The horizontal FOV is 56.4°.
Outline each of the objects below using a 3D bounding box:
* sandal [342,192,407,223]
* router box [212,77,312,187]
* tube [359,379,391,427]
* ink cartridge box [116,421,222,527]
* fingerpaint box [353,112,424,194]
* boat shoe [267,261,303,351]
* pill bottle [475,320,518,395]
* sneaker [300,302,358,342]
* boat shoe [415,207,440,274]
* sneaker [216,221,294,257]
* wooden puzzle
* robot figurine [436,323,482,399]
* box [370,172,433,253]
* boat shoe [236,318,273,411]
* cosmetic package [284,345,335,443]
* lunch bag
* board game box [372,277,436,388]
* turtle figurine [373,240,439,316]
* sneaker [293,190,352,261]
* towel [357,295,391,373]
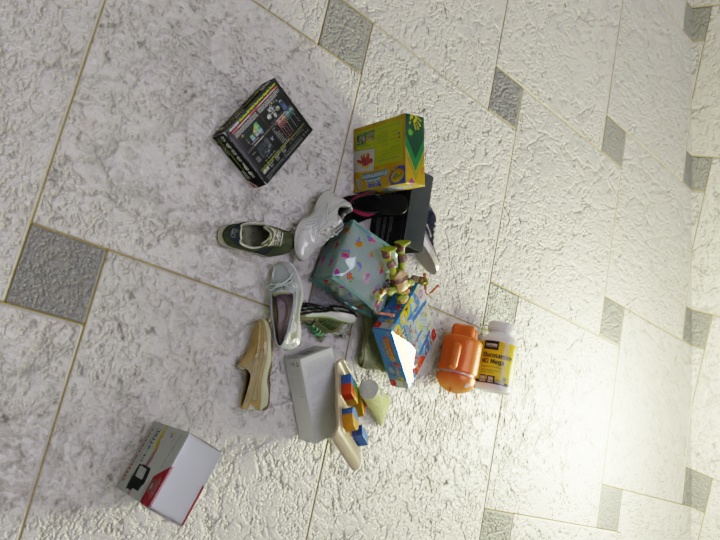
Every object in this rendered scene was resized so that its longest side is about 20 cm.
[{"bbox_3d":[0.019,-0.161,1.660,0.045,0.195,0.077,65,19,-72],"label":"sandal"},{"bbox_3d":[-0.219,-0.312,1.527,0.151,0.061,0.201,51,59,-27],"label":"router box"},{"bbox_3d":[0.043,0.332,1.689,0.057,0.052,0.201,-29,148,0],"label":"tube"},{"bbox_3d":[-0.369,0.382,1.283,0.083,0.198,0.148,40,64,-27],"label":"ink cartridge box"},{"bbox_3d":[0.071,-0.284,1.680,0.072,0.198,0.171,2,86,-39],"label":"fingerpaint box"},{"bbox_3d":[-0.173,0.077,1.520,0.065,0.073,0.207,33,54,-70],"label":"boat shoe"},{"bbox_3d":[0.406,0.258,1.990,0.111,0.111,0.205,20,75,-37],"label":"pill bottle"},{"bbox_3d":[-0.096,0.132,1.612,0.196,0.076,0.091,8,100,-34],"label":"sneaker"},{"bbox_3d":[0.186,-0.096,1.846,0.092,0.074,0.203,-37,111,-26],"label":"boat shoe"},{"bbox_3d":[-0.215,-0.069,1.502,0.197,0.089,0.069,5,84,-40],"label":"sneaker"},{"bbox_3d":[-0.018,0.339,1.586,0.187,0.045,0.203,67,20,-47],"label":"wooden puzzle"},{"bbox_3d":[0.278,0.255,1.882,0.114,0.144,0.204,18,75,-14],"label":"robot figurine"},{"bbox_3d":[0.104,-0.150,1.739,0.078,0.140,0.205,17,78,-36],"label":"box"},{"bbox_3d":[-0.237,0.209,1.490,0.074,0.071,0.205,3,84,-23],"label":"boat shoe"},{"bbox_3d":[-0.105,0.291,1.588,0.100,0.070,0.205,-15,97,-40],"label":"cosmetic package"},{"bbox_3d":[0.000,0.000,1.659,0.199,0.121,0.173,34,66,-30],"label":"lunch bag"},{"bbox_3d":[0.117,0.160,1.726,0.197,0.055,0.203,-56,138,-41],"label":"board game box"},{"bbox_3d":[0.101,0.012,1.641,0.196,0.064,0.165,-18,109,-26],"label":"turtle figurine"},{"bbox_3d":[-0.091,-0.105,1.598,0.202,0.086,0.075,-60,150,-23],"label":"sneaker"},{"bbox_3d":[0.060,0.163,1.756,0.146,0.036,0.205,18,76,-39],"label":"towel"}]
